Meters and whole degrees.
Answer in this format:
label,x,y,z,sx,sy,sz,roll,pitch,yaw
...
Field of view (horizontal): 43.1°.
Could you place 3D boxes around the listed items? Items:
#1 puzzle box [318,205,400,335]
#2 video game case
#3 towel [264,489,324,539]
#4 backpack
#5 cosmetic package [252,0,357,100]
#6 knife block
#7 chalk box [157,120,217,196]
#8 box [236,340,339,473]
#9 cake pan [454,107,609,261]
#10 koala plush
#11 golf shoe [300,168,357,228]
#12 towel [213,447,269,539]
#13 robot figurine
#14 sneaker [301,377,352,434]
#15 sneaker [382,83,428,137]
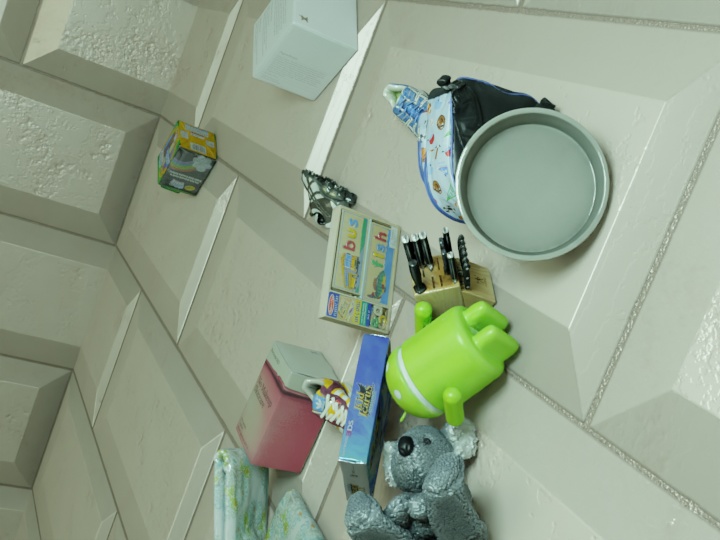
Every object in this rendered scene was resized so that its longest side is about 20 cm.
label,x,y,z,sx,sy,sz,roll,pitch,yaw
puzzle box,0.000,0.000,1.568,0.025,0.132,0.202,-19,59,56
video game case,0.012,0.227,1.381,0.182,0.045,0.202,82,-163,-58
towel,-0.130,0.515,1.599,0.171,0.048,0.202,39,109,59
backpack,0.169,-0.163,1.313,0.154,0.198,0.193,157,117,-62
cosmetic package,-0.126,-0.522,2.035,0.200,0.165,0.169,-39,44,47
knife block,0.100,0.025,1.333,0.200,0.174,0.064,-46,37,40
chalk box,-0.517,-0.311,2.660,0.200,0.124,0.125,-49,37,35
box,-0.137,0.254,1.701,0.202,0.108,0.128,-66,29,14
cake pan,0.224,-0.111,1.200,0.037,0.198,0.202,34,-109,-81
koala plush,0.088,0.295,1.245,0.176,0.184,0.201,-28,32,18
golf shoe,-0.084,-0.145,1.853,0.095,0.077,0.200,-67,28,11
towel,-0.218,0.431,1.686,0.048,0.171,0.202,-5,79,14
robot figurine,0.120,0.129,1.276,0.199,0.115,0.177,-37,48,22
sneaker,-0.035,0.242,1.544,0.200,0.089,0.076,31,102,60
sneaker,0.098,-0.272,1.598,0.076,0.076,0.200,-62,32,16
